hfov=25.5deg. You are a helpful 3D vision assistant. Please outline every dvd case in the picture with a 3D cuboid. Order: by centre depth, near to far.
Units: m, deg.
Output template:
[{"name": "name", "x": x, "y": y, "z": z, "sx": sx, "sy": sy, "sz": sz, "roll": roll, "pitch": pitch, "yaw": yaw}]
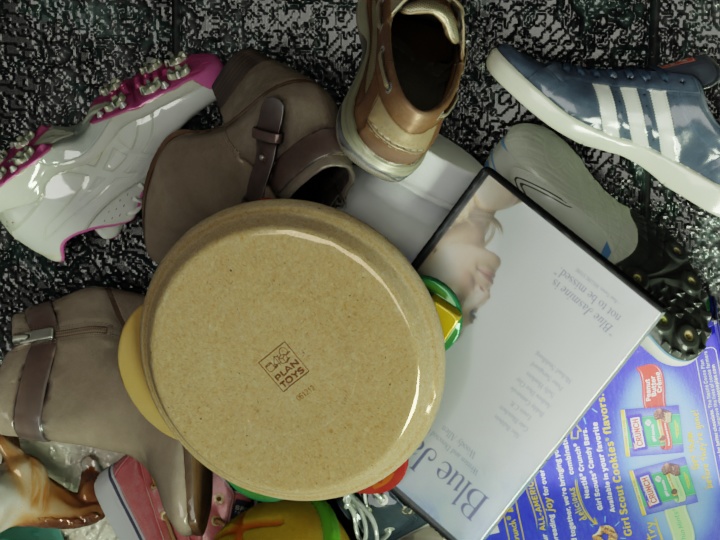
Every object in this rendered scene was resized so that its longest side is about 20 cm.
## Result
[{"name": "dvd case", "x": 0.073, "y": 0.057, "z": 0.987, "sx": 0.142, "sy": 0.018, "sz": 0.200, "roll": 39, "pitch": 103, "yaw": 12}]

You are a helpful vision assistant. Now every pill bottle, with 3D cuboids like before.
[{"name": "pill bottle", "x": 0.000, "y": 0.000, "z": 1.061, "sx": 0.111, "sy": 0.111, "sz": 0.201, "roll": 31, "pitch": 104, "yaw": 4}]

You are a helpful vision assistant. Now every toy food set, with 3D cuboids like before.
[{"name": "toy food set", "x": -0.041, "y": 0.053, "z": 0.971, "sx": 0.197, "sy": 0.049, "sz": 0.200, "roll": 35, "pitch": 110, "yaw": 0}]

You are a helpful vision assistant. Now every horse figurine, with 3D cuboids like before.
[{"name": "horse figurine", "x": -0.272, "y": 0.149, "z": 1.118, "sx": 0.050, "sy": 0.200, "sz": 0.133, "roll": -30, "pitch": 87, "yaw": 36}]

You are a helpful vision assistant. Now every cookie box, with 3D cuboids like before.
[{"name": "cookie box", "x": 0.155, "y": 0.122, "z": 1.071, "sx": 0.199, "sy": 0.075, "sz": 0.172, "roll": -10, "pitch": 98, "yaw": 13}]

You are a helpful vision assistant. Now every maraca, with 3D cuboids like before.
[{"name": "maraca", "x": -0.065, "y": 0.238, "z": 1.018, "sx": 0.107, "sy": 0.137, "sz": 0.201, "roll": 25, "pitch": 80, "yaw": -24}]

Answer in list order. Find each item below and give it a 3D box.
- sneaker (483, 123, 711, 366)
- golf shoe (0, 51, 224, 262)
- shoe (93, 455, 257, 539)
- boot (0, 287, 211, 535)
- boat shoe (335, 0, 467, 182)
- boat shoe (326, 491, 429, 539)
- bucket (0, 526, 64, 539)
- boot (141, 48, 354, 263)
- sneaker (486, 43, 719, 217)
[{"name": "sneaker", "x": 0.151, "y": -0.010, "z": 1.029, "sx": 0.200, "sy": 0.072, "sz": 0.073, "roll": 52, "pitch": 139, "yaw": 27}, {"name": "golf shoe", "x": -0.169, "y": -0.079, "z": 1.111, "sx": 0.199, "sy": 0.075, "sz": 0.092, "roll": -28, "pitch": 114, "yaw": 14}, {"name": "shoe", "x": -0.104, "y": 0.198, "z": 1.117, "sx": 0.091, "sy": 0.071, "sz": 0.200, "roll": -40, "pitch": 67, "yaw": 12}, {"name": "boot", "x": -0.176, "y": 0.097, "z": 1.085, "sx": 0.145, "sy": 0.201, "sz": 0.070, "roll": -5, "pitch": 138, "yaw": 1}, {"name": "boat shoe", "x": 0.039, "y": -0.147, "z": 0.995, "sx": 0.075, "sy": 0.201, "sz": 0.072, "roll": 22, "pitch": 142, "yaw": -19}, {"name": "boat shoe", "x": 0.003, "y": 0.152, "z": 1.073, "sx": 0.200, "sy": 0.062, "sz": 0.075, "roll": -43, "pitch": 66, "yaw": 45}, {"name": "bucket", "x": -0.302, "y": 0.281, "z": 1.161, "sx": 0.206, "sy": 0.135, "sz": 0.209, "roll": 2, "pitch": 101, "yaw": 11}, {"name": "boot", "x": -0.076, "y": -0.043, "z": 1.041, "sx": 0.146, "sy": 0.070, "sz": 0.201, "roll": 57, "pitch": 132, "yaw": 40}, {"name": "sneaker", "x": 0.181, "y": -0.113, "z": 1.027, "sx": 0.199, "sy": 0.075, "sz": 0.085, "roll": 27, "pitch": 106, "yaw": -5}]
